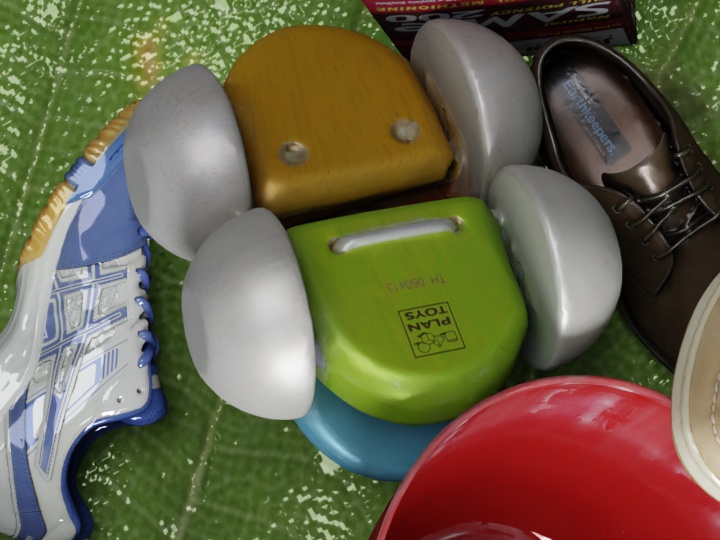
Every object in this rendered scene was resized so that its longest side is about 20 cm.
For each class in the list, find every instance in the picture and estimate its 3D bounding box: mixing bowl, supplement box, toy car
[{"bbox_3d":[0.070,0.149,1.131,0.199,0.108,0.202,6,77,-24],"label":"mixing bowl"},{"bbox_3d":[0.049,-0.144,1.175,0.108,0.200,0.061,-5,77,13],"label":"supplement box"},{"bbox_3d":[0.000,0.000,1.177,0.174,0.151,0.201,-11,50,-17],"label":"toy car"}]

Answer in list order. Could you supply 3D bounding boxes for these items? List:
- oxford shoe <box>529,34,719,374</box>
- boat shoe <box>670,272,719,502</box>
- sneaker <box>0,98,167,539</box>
[{"bbox_3d":[0.129,-0.015,1.189,0.073,0.084,0.200,-39,73,1],"label":"oxford shoe"},{"bbox_3d":[0.191,0.007,1.131,0.074,0.069,0.200,42,59,-13],"label":"boat shoe"},{"bbox_3d":[-0.114,0.026,1.252,0.088,0.075,0.201,27,91,6],"label":"sneaker"}]
